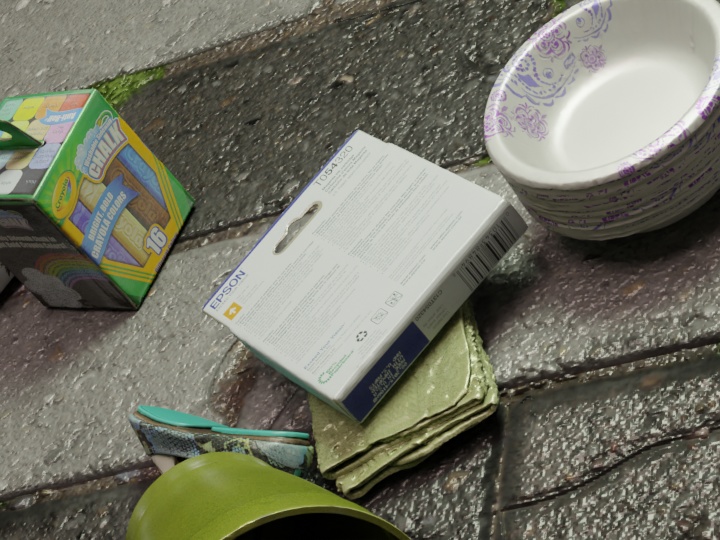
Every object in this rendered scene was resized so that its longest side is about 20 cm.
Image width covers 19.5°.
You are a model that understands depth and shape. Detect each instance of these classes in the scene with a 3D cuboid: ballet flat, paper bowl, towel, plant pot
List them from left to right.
[{"bbox_3d":[-0.114,0.144,1.581,0.200,0.074,0.074,5,55,52],"label":"ballet flat"},{"bbox_3d":[-0.071,0.213,1.398,0.200,0.200,0.193,-42,26,-4],"label":"plant pot"},{"bbox_3d":[0.025,0.070,1.567,0.148,0.036,0.200,-29,40,13],"label":"towel"},{"bbox_3d":[0.200,-0.108,1.549,0.200,0.104,0.201,-22,41,20],"label":"paper bowl"}]

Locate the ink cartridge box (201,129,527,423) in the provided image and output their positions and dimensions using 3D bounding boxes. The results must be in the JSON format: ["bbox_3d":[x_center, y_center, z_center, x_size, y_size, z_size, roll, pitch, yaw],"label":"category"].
[{"bbox_3d":[0.000,0.000,1.593,0.196,0.043,0.200,-49,37,-8],"label":"ink cartridge box"}]

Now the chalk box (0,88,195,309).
[{"bbox_3d":[-0.263,-0.074,1.804,0.124,0.200,0.124,1,53,39],"label":"chalk box"}]

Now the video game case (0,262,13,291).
[{"bbox_3d":[-0.360,-0.067,1.987,0.200,0.045,0.181,16,62,46],"label":"video game case"}]
